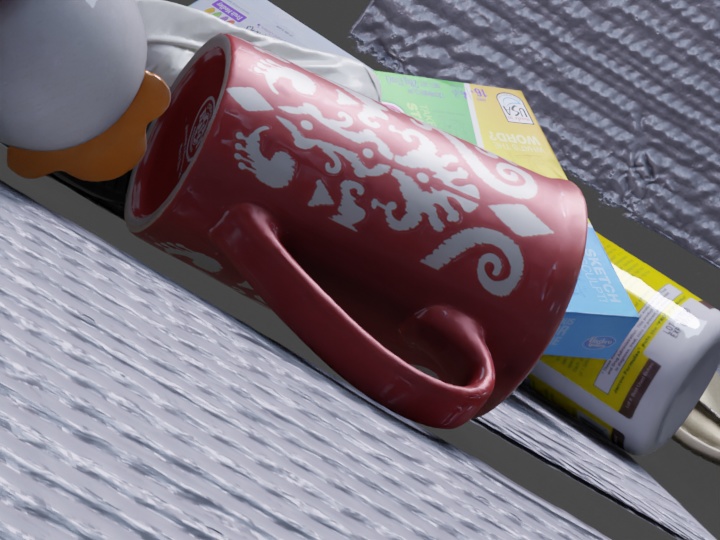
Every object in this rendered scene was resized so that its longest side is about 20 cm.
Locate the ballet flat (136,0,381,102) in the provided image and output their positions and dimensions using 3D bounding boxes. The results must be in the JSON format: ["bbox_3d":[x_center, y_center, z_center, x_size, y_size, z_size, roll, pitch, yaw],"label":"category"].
[{"bbox_3d":[-0.080,-0.104,1.487,0.199,0.070,0.069,13,10,-16],"label":"ballet flat"}]

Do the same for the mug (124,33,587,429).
[{"bbox_3d":[0.000,-0.022,1.292,0.199,0.134,0.178,27,5,-19],"label":"mug"}]

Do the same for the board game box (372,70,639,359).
[{"bbox_3d":[0.067,-0.036,1.631,0.152,0.040,0.201,4,45,-34],"label":"board game box"}]

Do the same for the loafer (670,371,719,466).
[{"bbox_3d":[0.251,0.093,2.029,0.200,0.068,0.076,35,6,30],"label":"loafer"}]

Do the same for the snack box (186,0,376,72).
[{"bbox_3d":[-0.044,-0.111,1.917,0.200,0.053,0.143,37,-28,47],"label":"snack box"}]

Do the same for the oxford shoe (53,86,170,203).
[{"bbox_3d":[-0.138,-0.072,1.362,0.084,0.073,0.200,7,-3,26],"label":"oxford shoe"}]

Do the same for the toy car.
[{"bbox_3d":[-0.174,-0.114,1.206,0.201,0.176,0.185,61,8,-22],"label":"toy car"}]

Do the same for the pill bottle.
[{"bbox_3d":[0.132,0.026,1.722,0.200,0.110,0.109,34,5,17],"label":"pill bottle"}]
